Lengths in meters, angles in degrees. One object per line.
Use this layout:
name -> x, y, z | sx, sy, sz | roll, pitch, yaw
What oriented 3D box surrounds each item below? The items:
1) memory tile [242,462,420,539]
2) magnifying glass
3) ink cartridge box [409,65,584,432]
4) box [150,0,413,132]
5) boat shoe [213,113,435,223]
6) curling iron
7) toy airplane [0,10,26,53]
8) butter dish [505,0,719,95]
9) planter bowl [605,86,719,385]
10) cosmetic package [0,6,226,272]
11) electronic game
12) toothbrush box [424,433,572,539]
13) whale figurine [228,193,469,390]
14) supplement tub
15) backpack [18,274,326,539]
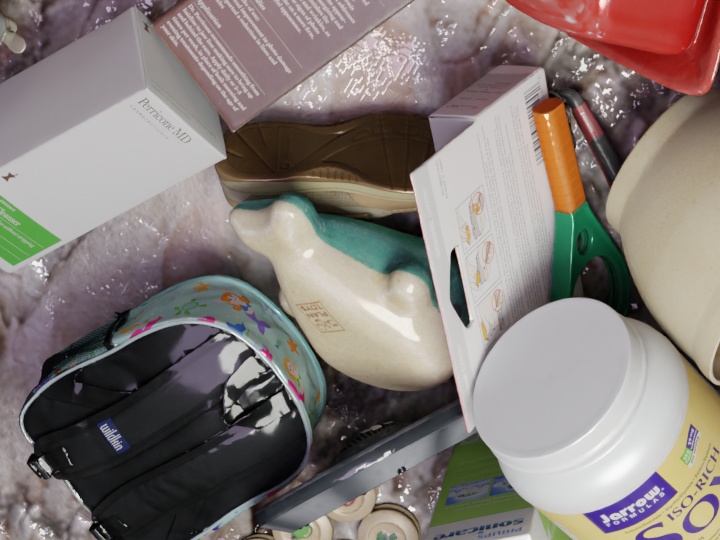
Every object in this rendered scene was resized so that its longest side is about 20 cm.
memory tile -> 0.005, 0.258, 1.577 | 0.153, 0.017, 0.200 | -41, 99, 21
magnifying glass -> 0.153, -0.028, 1.402 | 0.022, 0.080, 0.200 | 11, 128, 39
ink cartridge box -> 0.085, -0.018, 1.364 | 0.045, 0.176, 0.200 | 7, 121, 36
box -> -0.038, -0.199, 1.386 | 0.200, 0.075, 0.100 | -33, 100, 21
boat shoe -> -0.004, -0.069, 1.438 | 0.200, 0.071, 0.065 | 4, 146, 9
curling iron -> 0.187, -0.051, 1.427 | 0.050, 0.026, 0.200 | -26, 110, 40
toy airplane -> -0.270, -0.255, 1.370 | 0.200, 0.141, 0.199 | -46, 113, -11
butter dish -> 0.140, -0.228, 1.262 | 0.148, 0.199, 0.200 | -5, 116, -29
planter bowl -> 0.254, -0.041, 1.343 | 0.135, 0.200, 0.200 | 41, 115, 24
cosmetic package -> -0.210, -0.093, 1.428 | 0.200, 0.085, 0.108 | -26, 142, 20
electronic game -> 0.012, 0.135, 1.435 | 0.200, 0.200, 0.042 | -31, 84, 19
toothbrush box -> 0.116, 0.217, 1.443 | 0.086, 0.200, 0.146 | -14, 108, 14
whale figurine -> 0.000, 0.000, 1.418 | 0.200, 0.104, 0.159 | 43, 152, -25
supplement tub -> 0.182, 0.121, 1.347 | 0.145, 0.145, 0.200 | -33, 131, 19
backpack -> -0.126, 0.099, 1.469 | 0.200, 0.151, 0.178 | -30, 107, 27
